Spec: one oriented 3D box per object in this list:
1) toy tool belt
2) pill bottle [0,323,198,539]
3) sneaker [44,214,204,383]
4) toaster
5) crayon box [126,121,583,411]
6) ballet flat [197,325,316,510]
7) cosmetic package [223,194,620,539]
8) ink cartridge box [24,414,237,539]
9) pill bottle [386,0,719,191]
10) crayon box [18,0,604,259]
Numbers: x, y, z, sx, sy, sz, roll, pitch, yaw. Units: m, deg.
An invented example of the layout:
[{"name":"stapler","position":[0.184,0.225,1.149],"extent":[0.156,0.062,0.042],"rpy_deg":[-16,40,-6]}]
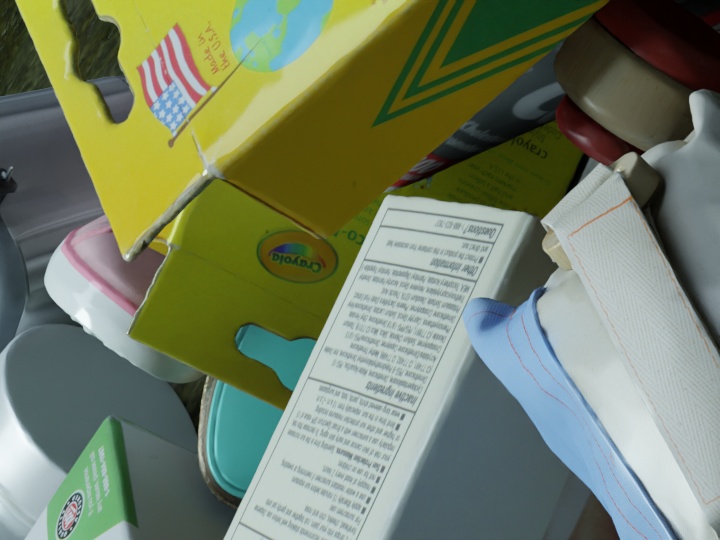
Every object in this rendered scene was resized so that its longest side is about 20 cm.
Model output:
[{"name":"toy tool belt","position":[0.078,0.026,0.560],"extent":[0.123,0.125,0.200],"rpy_deg":[-56,38,20]},{"name":"pill bottle","position":[-0.160,0.122,0.979],"extent":[0.200,0.114,0.114],"rpy_deg":[-49,26,29]},{"name":"sneaker","position":[-0.053,-0.026,0.898],"extent":[0.105,0.075,0.200],"rpy_deg":[-55,-5,14]},{"name":"toaster","position":[-0.149,-0.010,1.031],"extent":[0.114,0.129,0.200],"rpy_deg":[56,141,18]},{"name":"crayon box","position":[0.007,-0.045,0.791],"extent":[0.200,0.127,0.051],"rpy_deg":[-65,22,-6]},{"name":"ballet flat","position":[0.000,0.000,0.860],"extent":[0.200,0.070,0.065],"rpy_deg":[-63,-5,-7]},{"name":"cosmetic package","position":[0.018,0.086,0.674],"extent":[0.200,0.087,0.103],"rpy_deg":[-64,24,-5]},{"name":"ink cartridge box","position":[-0.103,0.178,0.834],"extent":[0.200,0.084,0.146],"rpy_deg":[-56,23,18]},{"name":"pill bottle","position":[0.064,-0.108,0.665],"extent":[0.200,0.114,0.114],"rpy_deg":[-23,41,29]},{"name":"crayon box","position":[0.004,-0.101,0.588],"extent":[0.200,0.051,0.127],"rpy_deg":[-39,52,18]}]
